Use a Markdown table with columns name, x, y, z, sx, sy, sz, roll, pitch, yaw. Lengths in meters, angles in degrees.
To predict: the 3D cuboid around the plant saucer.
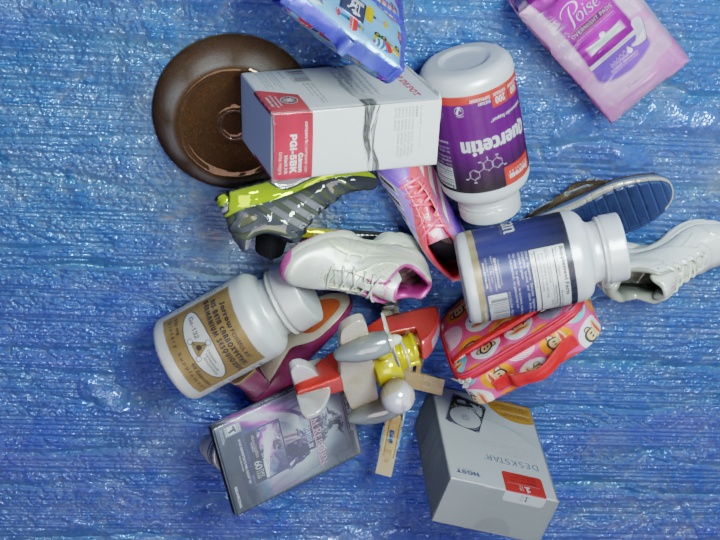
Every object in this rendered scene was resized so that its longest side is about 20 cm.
| name | x | y | z | sx | sy | sz | roll | pitch | yaw |
| --- | --- | --- | --- | --- | --- | --- | --- | --- | --- |
| plant saucer | -0.150 | -0.180 | 1.533 | 0.197 | 0.037 | 0.203 | -3 | 122 | -4 |

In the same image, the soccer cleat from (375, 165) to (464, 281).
| name | x | y | z | sx | sy | sz | roll | pitch | yaw |
| --- | --- | --- | --- | --- | --- | --- | --- | --- | --- |
| soccer cleat | 0.081 | -0.075 | 1.595 | 0.068 | 0.073 | 0.201 | -27 | 120 | 11 |

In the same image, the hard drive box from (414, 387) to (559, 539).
| name | x | y | z | sx | sy | sz | roll | pitch | yaw |
| --- | --- | --- | --- | --- | --- | --- | --- | --- | --- |
| hard drive box | 0.165 | 0.257 | 1.727 | 0.154 | 0.201 | 0.077 | 14 | 119 | -14 |

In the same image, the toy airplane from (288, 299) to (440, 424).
| name | x | y | z | sx | sy | sz | roll | pitch | yaw |
| --- | --- | --- | --- | --- | --- | --- | --- | --- | --- |
| toy airplane | 0.008 | 0.131 | 1.629 | 0.199 | 0.141 | 0.200 | 1 | 129 | -52 |

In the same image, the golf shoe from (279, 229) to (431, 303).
| name | x | y | z | sx | sy | sz | roll | pitch | yaw |
| --- | --- | --- | --- | --- | --- | --- | --- | --- | --- |
| golf shoe | 0.000 | 0.000 | 1.574 | 0.198 | 0.092 | 0.076 | -5 | 129 | -26 |

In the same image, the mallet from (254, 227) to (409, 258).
| name | x | y | z | sx | sy | sz | roll | pitch | yaw |
| --- | --- | --- | --- | --- | --- | --- | --- | --- | --- |
| mallet | -0.034 | -0.053 | 1.622 | 0.197 | 0.041 | 0.067 | -2 | 124 | -9 |

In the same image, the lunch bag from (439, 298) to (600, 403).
| name | x | y | z | sx | sy | sz | roll | pitch | yaw |
| --- | --- | --- | --- | --- | --- | --- | --- | --- | --- |
| lunch bag | 0.203 | 0.080 | 1.639 | 0.199 | 0.177 | 0.082 | -32 | 121 | 12 |

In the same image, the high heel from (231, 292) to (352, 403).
| name | x | y | z | sx | sy | sz | roll | pitch | yaw |
| --- | --- | --- | --- | --- | --- | --- | --- | --- | --- |
| high heel | -0.076 | 0.106 | 1.708 | 0.199 | 0.068 | 0.096 | -34 | 140 | 14 |

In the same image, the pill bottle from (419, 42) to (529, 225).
| name | x | y | z | sx | sy | sz | roll | pitch | yaw |
| --- | --- | --- | --- | --- | --- | --- | --- | --- | --- |
| pill bottle | 0.139 | -0.159 | 1.528 | 0.111 | 0.113 | 0.202 | -13 | 121 | 3 |

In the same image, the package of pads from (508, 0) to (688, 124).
| name | x | y | z | sx | sy | sz | roll | pitch | yaw |
| --- | --- | --- | --- | --- | --- | --- | --- | --- | --- |
| package of pads | 0.276 | -0.280 | 1.492 | 0.120 | 0.076 | 0.200 | -40 | 116 | 14 |

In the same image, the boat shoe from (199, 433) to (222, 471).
| name | x | y | z | sx | sy | sz | roll | pitch | yaw |
| --- | --- | --- | --- | --- | --- | --- | --- | --- | --- |
| boat shoe | -0.129 | 0.246 | 1.770 | 0.198 | 0.070 | 0.072 | 3 | 95 | -34 |

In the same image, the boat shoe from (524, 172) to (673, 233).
| name | x | y | z | sx | sy | sz | roll | pitch | yaw |
| --- | --- | --- | --- | --- | --- | --- | --- | --- | --- |
| boat shoe | 0.290 | -0.083 | 1.610 | 0.198 | 0.073 | 0.073 | -18 | 120 | 8 |

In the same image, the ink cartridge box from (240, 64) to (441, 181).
| name | x | y | z | sx | sy | sz | roll | pitch | yaw |
| --- | --- | --- | --- | --- | --- | --- | --- | --- | --- |
| ink cartridge box | -0.024 | -0.172 | 1.458 | 0.197 | 0.147 | 0.084 | -7 | 117 | -17 |

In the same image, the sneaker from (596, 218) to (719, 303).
| name | x | y | z | sx | sy | sz | roll | pitch | yaw |
| --- | --- | --- | --- | --- | --- | --- | --- | --- | --- |
| sneaker | 0.399 | 0.001 | 1.655 | 0.198 | 0.100 | 0.079 | -18 | 121 | 5 |

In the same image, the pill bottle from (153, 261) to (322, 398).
| name | x | y | z | sx | sy | sz | roll | pitch | yaw |
| --- | --- | --- | --- | --- | --- | --- | --- | --- | --- |
| pill bottle | -0.153 | 0.070 | 1.635 | 0.198 | 0.115 | 0.115 | -28 | 119 | 11 |

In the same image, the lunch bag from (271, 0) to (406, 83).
| name | x | y | z | sx | sy | sz | roll | pitch | yaw |
| --- | --- | --- | --- | --- | --- | --- | --- | --- | --- |
| lunch bag | -0.028 | -0.277 | 1.390 | 0.150 | 0.201 | 0.094 | 34 | 113 | -23 |

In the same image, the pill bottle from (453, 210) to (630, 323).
| name | x | y | z | sx | sy | sz | roll | pitch | yaw |
| --- | --- | --- | --- | --- | --- | --- | --- | --- | --- |
| pill bottle | 0.217 | -0.010 | 1.543 | 0.197 | 0.112 | 0.112 | -12 | 121 | 2 |

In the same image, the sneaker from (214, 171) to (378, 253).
| name | x | y | z | sx | sy | sz | roll | pitch | yaw |
| --- | --- | --- | --- | --- | --- | --- | --- | --- | --- |
| sneaker | -0.072 | -0.078 | 1.558 | 0.197 | 0.074 | 0.082 | -15 | 94 | -6 |

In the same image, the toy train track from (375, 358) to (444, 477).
| name | x | y | z | sx | sy | sz | roll | pitch | yaw |
| --- | --- | --- | --- | --- | --- | --- | --- | --- | --- |
| toy train track | 0.051 | 0.182 | 1.757 | 0.113 | 0.033 | 0.203 | 12 | 105 | 7 |

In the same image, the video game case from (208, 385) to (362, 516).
| name | x | y | z | sx | sy | sz | roll | pitch | yaw |
| --- | --- | --- | --- | --- | --- | --- | --- | --- | --- |
| video game case | -0.097 | 0.226 | 1.722 | 0.198 | 0.019 | 0.144 | -23 | 120 | -21 |
